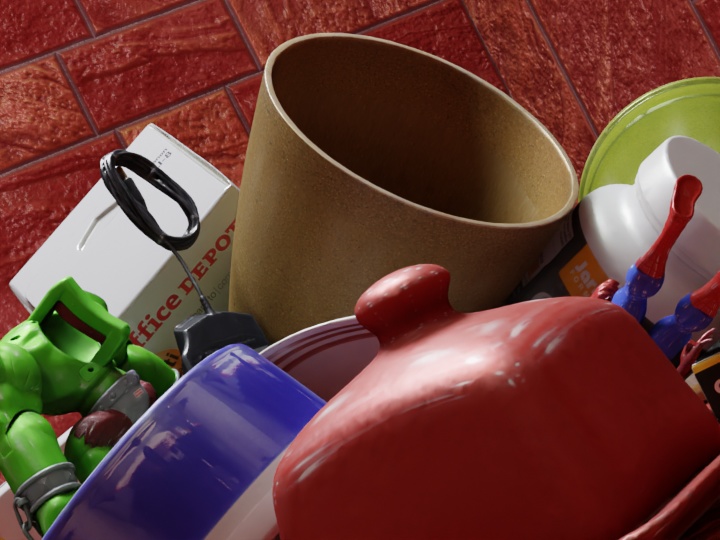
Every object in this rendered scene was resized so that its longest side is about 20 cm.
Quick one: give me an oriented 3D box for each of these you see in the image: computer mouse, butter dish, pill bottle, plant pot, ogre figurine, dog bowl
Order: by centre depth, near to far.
[{"bbox_3d":[0.045,0.068,0.843,0.199,0.149,0.199,-28,-2,29],"label":"butter dish"},{"bbox_3d":[-0.084,0.135,0.947,0.200,0.079,0.200,-51,-9,-12],"label":"dog bowl"},{"bbox_3d":[-0.142,0.073,1.074,0.098,0.120,0.200,-41,-1,42],"label":"ogre figurine"},{"bbox_3d":[-0.094,0.019,1.125,0.058,0.201,0.034,-12,-26,-36],"label":"computer mouse"},{"bbox_3d":[0.000,0.000,1.164,0.186,0.186,0.201,-24,-36,-54],"label":"plant pot"},{"bbox_3d":[0.144,0.024,1.178,0.200,0.117,0.116,-48,-12,29],"label":"pill bottle"},{"bbox_3d":[0.254,-0.025,1.482,0.199,0.201,0.193,-28,9,14],"label":"plant pot"}]

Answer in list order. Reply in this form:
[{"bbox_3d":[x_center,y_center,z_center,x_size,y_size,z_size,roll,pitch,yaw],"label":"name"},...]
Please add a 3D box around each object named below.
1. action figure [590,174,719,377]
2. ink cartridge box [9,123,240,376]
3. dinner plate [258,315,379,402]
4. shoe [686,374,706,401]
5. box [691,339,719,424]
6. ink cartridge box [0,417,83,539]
[{"bbox_3d":[0.139,0.038,1.039,0.201,0.065,0.052,-61,-2,42],"label":"action figure"},{"bbox_3d":[-0.093,0.034,1.306,0.146,0.200,0.145,-50,32,-4],"label":"ink cartridge box"},{"bbox_3d":[0.019,0.083,1.060,0.199,0.200,0.024,-29,39,25],"label":"dinner plate"},{"bbox_3d":[0.245,0.035,1.291,0.199,0.054,0.070,-28,-2,10],"label":"shoe"},{"bbox_3d":[0.266,0.018,1.048,0.159,0.050,0.200,-27,-2,23],"label":"box"},{"bbox_3d":[-0.157,0.176,1.217,0.200,0.148,0.086,-39,2,32],"label":"ink cartridge box"}]
